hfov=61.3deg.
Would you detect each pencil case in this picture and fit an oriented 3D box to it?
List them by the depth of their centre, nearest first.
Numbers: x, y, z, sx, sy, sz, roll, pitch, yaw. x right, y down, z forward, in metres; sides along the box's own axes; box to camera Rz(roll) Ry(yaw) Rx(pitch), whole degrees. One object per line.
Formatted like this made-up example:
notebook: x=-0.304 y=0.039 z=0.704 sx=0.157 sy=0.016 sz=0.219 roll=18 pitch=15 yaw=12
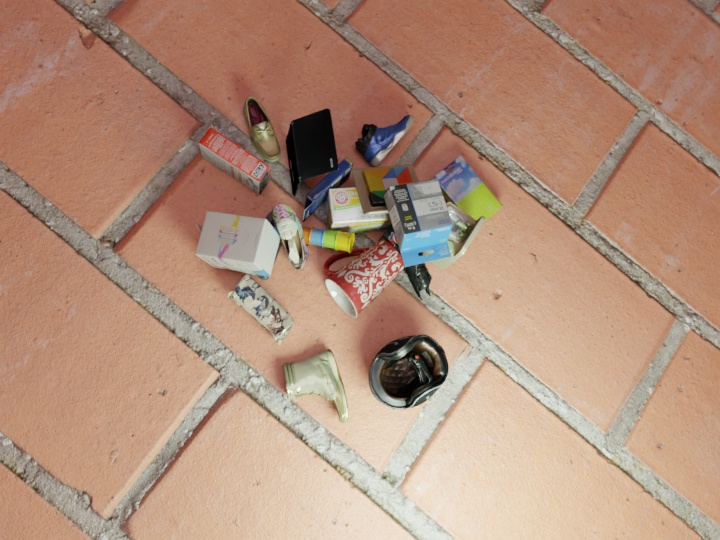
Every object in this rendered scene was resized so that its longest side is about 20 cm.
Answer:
pencil case: x=-0.267 y=0.108 z=1.653 sx=0.200 sy=0.078 sz=0.089 roll=44 pitch=57 yaw=2

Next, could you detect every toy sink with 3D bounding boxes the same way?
toy sink: x=0.248 y=-0.104 z=1.718 sx=0.111 sy=0.200 sz=0.131 roll=34 pitch=76 yaw=-1

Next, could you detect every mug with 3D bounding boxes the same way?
mug: x=0.004 y=-0.001 z=1.696 sx=0.199 sy=0.133 sz=0.178 roll=-39 pitch=88 yaw=-18

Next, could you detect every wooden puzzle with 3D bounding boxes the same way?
wooden puzzle: x=0.080 y=-0.232 z=1.677 sx=0.182 sy=0.038 sz=0.202 roll=-7 pitch=48 yaw=-11

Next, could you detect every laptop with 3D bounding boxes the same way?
laptop: x=-0.141 y=-0.328 z=1.708 sx=0.102 sy=0.200 sz=0.180 roll=-5 pitch=79 yaw=-15

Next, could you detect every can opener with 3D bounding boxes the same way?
can opener: x=-0.260 y=-0.076 z=1.718 sx=0.066 sy=0.053 sz=0.202 roll=13 pitch=74 yaw=27

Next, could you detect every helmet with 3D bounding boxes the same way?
helmet: x=0.120 y=0.274 z=1.623 sx=0.198 sy=0.190 sz=0.202 roll=24 pitch=48 yaw=-29

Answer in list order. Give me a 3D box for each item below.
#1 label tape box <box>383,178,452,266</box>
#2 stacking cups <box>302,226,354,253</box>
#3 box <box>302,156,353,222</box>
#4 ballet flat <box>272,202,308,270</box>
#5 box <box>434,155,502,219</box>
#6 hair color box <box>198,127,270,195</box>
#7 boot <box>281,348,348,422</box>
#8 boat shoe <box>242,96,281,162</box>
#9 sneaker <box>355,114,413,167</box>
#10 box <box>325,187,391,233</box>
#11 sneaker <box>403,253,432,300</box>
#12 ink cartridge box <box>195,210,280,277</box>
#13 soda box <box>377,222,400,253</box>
label tape box: x=0.158 y=-0.126 z=1.572 sx=0.142 sy=0.063 sz=0.203 roll=-12 pitch=77 yaw=-19
stacking cups: x=-0.117 y=-0.099 z=1.710 sx=0.197 sy=0.061 sz=0.061 roll=13 pitch=76 yaw=11
box: x=-0.102 y=-0.229 z=1.729 sx=0.032 sy=0.121 sz=0.200 roll=42 pitch=75 yaw=3
ballet flat: x=-0.189 y=-0.087 z=1.659 sx=0.068 sy=0.202 sz=0.072 roll=-11 pitch=35 yaw=8
box: x=0.320 y=-0.232 z=1.834 sx=0.122 sy=0.048 sz=0.201 roll=-38 pitch=86 yaw=-15
hair color box: x=-0.352 y=-0.306 z=1.712 sx=0.199 sy=0.111 sz=0.064 roll=34 pitch=75 yaw=-1
boot: x=-0.121 y=0.328 z=1.634 sx=0.153 sy=0.072 sz=0.202 roll=-15 pitch=76 yaw=-12
boat shoe: x=-0.290 y=-0.412 z=1.767 sx=0.073 sy=0.066 sz=0.202 roll=-27 pitch=83 yaw=-13
sneaker: x=0.067 y=-0.417 z=1.818 sx=0.111 sy=0.077 sz=0.200 roll=41 pitch=81 yaw=-8
box: x=0.004 y=-0.173 z=1.739 sx=0.197 sy=0.113 sz=0.103 roll=-5 pitch=76 yaw=-9
sneaker: x=0.166 y=-0.001 z=1.695 sx=0.060 sy=0.200 sz=0.105 roll=-27 pitch=67 yaw=-15
ink cartridge box: x=-0.338 y=-0.072 z=1.633 sx=0.197 sy=0.129 sz=0.127 roll=8 pitch=75 yaw=15
soda box: x=0.111 y=-0.095 z=1.693 sx=0.063 sy=0.200 sz=0.071 roll=-31 pitch=84 yaw=-16
